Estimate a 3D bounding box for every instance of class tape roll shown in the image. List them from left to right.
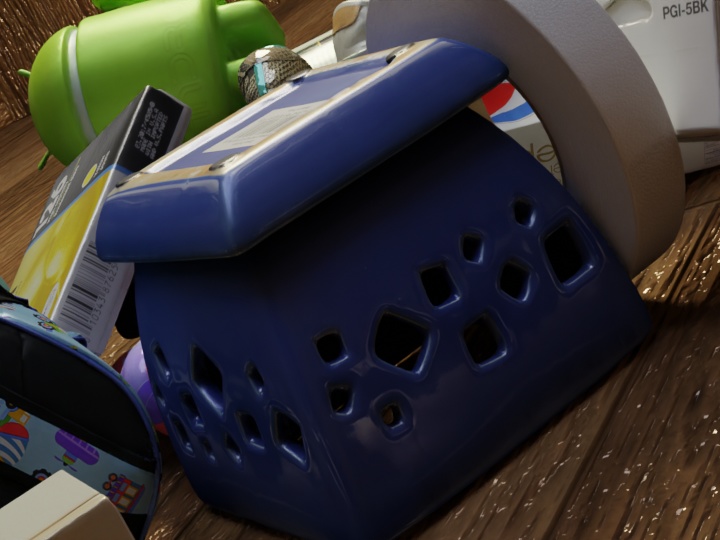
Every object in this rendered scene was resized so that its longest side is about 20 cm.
[{"bbox_3d":[0.079,-0.077,0.816,0.037,0.204,0.202,-36,17,-21],"label":"tape roll"}]

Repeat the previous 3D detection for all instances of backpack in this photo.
[{"bbox_3d":[-0.192,0.097,0.800,0.135,0.199,0.184,1,-69,-84],"label":"backpack"}]

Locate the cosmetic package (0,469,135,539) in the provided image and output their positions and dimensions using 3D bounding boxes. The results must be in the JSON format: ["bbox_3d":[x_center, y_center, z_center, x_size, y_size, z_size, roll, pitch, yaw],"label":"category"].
[{"bbox_3d":[-0.169,0.179,0.634,0.200,0.104,0.073,-34,17,-21],"label":"cosmetic package"}]

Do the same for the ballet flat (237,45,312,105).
[{"bbox_3d":[-0.023,-0.076,1.130,0.068,0.200,0.076,-23,50,18],"label":"ballet flat"}]

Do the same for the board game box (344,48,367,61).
[{"bbox_3d":[0.054,-0.133,1.040,0.134,0.034,0.200,-23,-1,41],"label":"board game box"}]

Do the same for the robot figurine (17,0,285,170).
[{"bbox_3d":[-0.152,-0.135,1.165,0.199,0.177,0.116,-14,-12,9],"label":"robot figurine"}]

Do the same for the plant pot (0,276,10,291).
[{"bbox_3d":[-0.331,0.068,1.130,0.200,0.202,0.160,-13,4,44],"label":"plant pot"}]

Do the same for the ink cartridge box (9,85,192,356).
[{"bbox_3d":[-0.196,0.003,1.043,0.200,0.047,0.199,-33,34,46],"label":"ink cartridge box"}]

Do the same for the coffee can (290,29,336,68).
[{"bbox_3d":[-0.051,-0.096,1.267,0.199,0.147,0.146,-26,15,4],"label":"coffee can"}]

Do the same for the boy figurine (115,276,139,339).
[{"bbox_3d":[-0.092,-0.015,1.136,0.199,0.125,0.064,-19,-10,-47],"label":"boy figurine"}]

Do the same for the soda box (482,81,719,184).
[{"bbox_3d":[0.120,-0.083,0.966,0.199,0.064,0.068,-14,34,-7],"label":"soda box"}]

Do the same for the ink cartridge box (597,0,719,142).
[{"bbox_3d":[0.215,-0.109,0.817,0.199,0.084,0.147,-4,3,-26],"label":"ink cartridge box"}]

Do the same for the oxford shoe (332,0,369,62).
[{"bbox_3d":[0.062,-0.184,1.128,0.199,0.058,0.075,-20,-3,-31],"label":"oxford shoe"}]

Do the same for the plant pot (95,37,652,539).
[{"bbox_3d":[-0.007,0.001,0.800,0.200,0.181,0.200,-33,16,-26],"label":"plant pot"}]

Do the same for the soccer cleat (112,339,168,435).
[{"bbox_3d":[-0.121,0.070,0.950,0.076,0.067,0.200,-23,2,3],"label":"soccer cleat"}]
